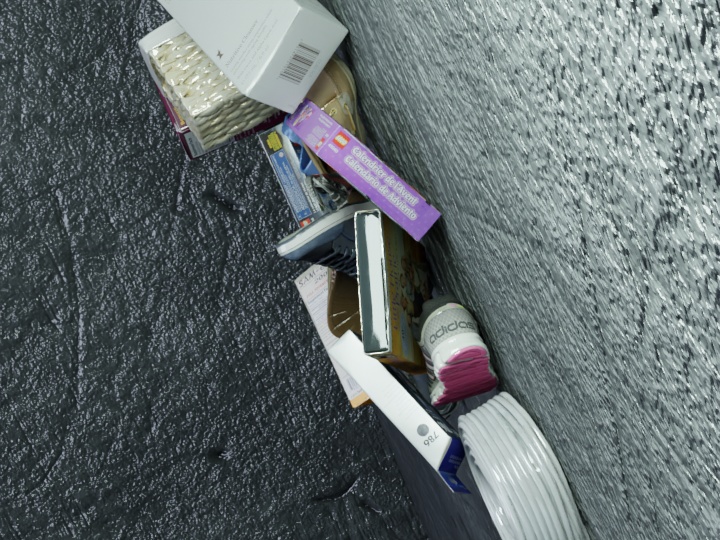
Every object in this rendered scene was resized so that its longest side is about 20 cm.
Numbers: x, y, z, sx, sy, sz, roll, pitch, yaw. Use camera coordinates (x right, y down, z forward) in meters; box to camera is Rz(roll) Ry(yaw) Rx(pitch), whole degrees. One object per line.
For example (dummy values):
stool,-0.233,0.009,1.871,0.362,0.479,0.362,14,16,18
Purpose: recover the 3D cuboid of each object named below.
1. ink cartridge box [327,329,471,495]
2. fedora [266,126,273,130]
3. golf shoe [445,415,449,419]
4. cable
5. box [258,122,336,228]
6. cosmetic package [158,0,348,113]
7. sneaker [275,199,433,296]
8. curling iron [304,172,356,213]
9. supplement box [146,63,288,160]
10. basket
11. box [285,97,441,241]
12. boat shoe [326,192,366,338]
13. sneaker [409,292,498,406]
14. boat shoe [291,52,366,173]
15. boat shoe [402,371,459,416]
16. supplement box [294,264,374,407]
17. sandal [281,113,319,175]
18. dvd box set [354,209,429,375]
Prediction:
ink cartridge box,0.053,0.148,1.515,0.200,0.039,0.099,48,-176,17
fedora,-0.127,-0.266,2.054,0.201,0.091,0.201,155,90,-85
golf shoe,0.072,0.116,1.860,0.094,0.078,0.200,-131,16,-73
cable,0.161,0.223,1.444,0.200,0.069,0.200,-122,9,-58
box,-0.053,-0.120,1.858,0.137,0.040,0.200,66,-162,3
cosmetic package,-0.116,-0.268,1.521,0.081,0.113,0.200,16,-156,-50
sneaker,0.002,-0.001,1.628,0.202,0.077,0.147,-20,-95,-51
curling iron,-0.012,-0.090,1.601,0.050,0.026,0.200,51,-162,9
supplement box,-0.159,-0.249,1.863,0.103,0.200,0.131,81,165,-72
basket,-0.144,-0.250,1.740,0.124,0.200,0.136,60,174,14
box,-0.001,-0.106,1.475,0.137,0.039,0.200,39,-176,-18
boat shoe,-0.010,-0.019,1.765,0.065,0.071,0.201,-107,28,-73
sneaker,0.094,0.080,1.496,0.200,0.074,0.088,75,177,-69
boat shoe,-0.038,-0.167,1.596,0.200,0.074,0.069,62,-153,-50
boat shoe,0.071,0.086,1.769,0.062,0.075,0.201,-40,-65,-83
supplement box,0.010,0.078,1.990,0.126,0.073,0.200,-6,-115,-48
sandal,-0.037,-0.139,1.753,0.080,0.087,0.200,56,171,54
dvd box set,0.038,0.027,1.517,0.200,0.029,0.147,34,-129,-71
